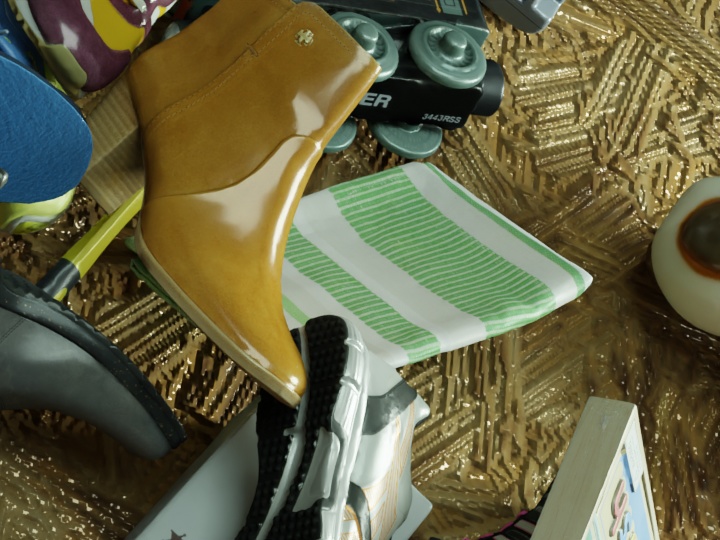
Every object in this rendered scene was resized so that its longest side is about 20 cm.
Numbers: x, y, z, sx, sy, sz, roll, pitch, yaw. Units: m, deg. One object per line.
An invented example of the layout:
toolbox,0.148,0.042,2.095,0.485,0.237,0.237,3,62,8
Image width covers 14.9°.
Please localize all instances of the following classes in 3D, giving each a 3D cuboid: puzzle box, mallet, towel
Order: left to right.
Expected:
mallet,-0.135,0.000,1.351,0.041,0.066,0.200,25,69,29
towel,0.000,0.000,1.399,0.199,0.024,0.152,-15,37,-35
puzzle box,0.115,0.175,1.332,0.025,0.201,0.133,9,50,23

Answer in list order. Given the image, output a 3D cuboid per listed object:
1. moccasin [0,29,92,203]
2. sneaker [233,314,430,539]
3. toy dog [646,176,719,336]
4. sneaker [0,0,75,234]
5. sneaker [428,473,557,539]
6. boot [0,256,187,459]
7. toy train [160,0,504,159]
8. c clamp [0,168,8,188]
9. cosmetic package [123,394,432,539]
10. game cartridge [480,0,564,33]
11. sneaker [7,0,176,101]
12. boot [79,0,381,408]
moccasin,-0.214,-0.092,1.239,0.199,0.081,0.068,23,12,-27
sneaker,-0.013,0.123,1.250,0.080,0.073,0.201,35,60,-37
toy dog,0.247,0.030,1.528,0.194,0.140,0.200,-42,92,-2
sneaker,-0.184,-0.122,1.345,0.075,0.105,0.201,-18,73,-2
sneaker,0.064,0.155,1.368,0.087,0.074,0.200,20,37,12
boot,-0.187,0.059,1.268,0.200,0.070,0.132,40,84,-21
toy train,-0.019,-0.126,1.475,0.199,0.085,0.114,5,49,-26
c clamp,-0.188,-0.144,1.220,0.170,0.027,0.200,31,53,-2
cosmetic package,-0.065,0.152,1.297,0.101,0.071,0.200,44,51,-3
game cartridge,0.057,-0.243,1.608,0.200,0.040,0.134,40,55,-7
sneaker,-0.114,-0.156,1.359,0.075,0.090,0.200,58,17,-26
boot,-0.043,-0.046,1.278,0.144,0.071,0.201,-40,58,-1
